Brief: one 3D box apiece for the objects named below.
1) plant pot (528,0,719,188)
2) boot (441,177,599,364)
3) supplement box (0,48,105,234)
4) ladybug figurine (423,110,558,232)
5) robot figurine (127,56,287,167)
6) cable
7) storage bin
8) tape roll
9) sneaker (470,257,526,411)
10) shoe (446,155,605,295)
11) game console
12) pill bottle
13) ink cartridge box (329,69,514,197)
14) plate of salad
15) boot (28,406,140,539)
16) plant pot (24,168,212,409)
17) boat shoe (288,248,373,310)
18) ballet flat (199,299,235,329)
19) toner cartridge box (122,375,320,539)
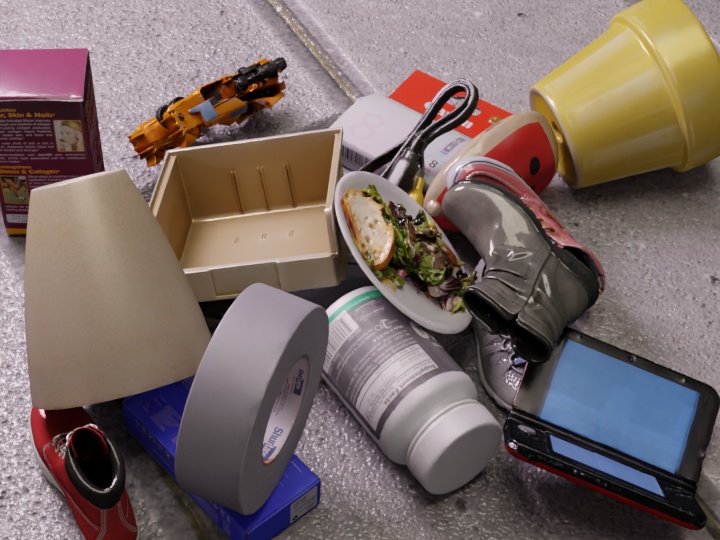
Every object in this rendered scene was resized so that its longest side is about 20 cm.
[{"bbox_3d":[0.305,-0.192,1.764,0.187,0.202,0.202,-24,52,-5],"label":"plant pot"},{"bbox_3d":[0.139,-0.004,1.528,0.200,0.068,0.130,40,43,13],"label":"boot"},{"bbox_3d":[-0.341,-0.138,1.663,0.109,0.201,0.086,-1,47,-3],"label":"supplement box"},{"bbox_3d":[0.152,-0.102,1.704,0.199,0.136,0.072,-33,65,-30],"label":"ladybug figurine"},{"bbox_3d":[-0.169,-0.189,1.780,0.199,0.144,0.059,-32,98,-40],"label":"robot figurine"},{"bbox_3d":[0.061,-0.130,1.728,0.097,0.050,0.201,27,81,37],"label":"cable"},{"bbox_3d":[-0.114,-0.056,1.615,0.198,0.095,0.199,-6,30,7],"label":"storage bin"},{"bbox_3d":[-0.096,0.116,1.390,0.066,0.201,0.201,18,49,12],"label":"tape roll"},{"bbox_3d":[0.153,0.064,1.588,0.074,0.082,0.201,-12,50,-14],"label":"sneaker"},{"bbox_3d":[0.179,-0.043,1.618,0.072,0.200,0.091,-48,25,5],"label":"shoe"},{"bbox_3d":[0.248,0.145,1.470,0.198,0.120,0.172,22,6,3],"label":"game console"},{"bbox_3d":[0.044,0.118,1.513,0.112,0.114,0.200,-26,55,-24],"label":"pill bottle"},{"bbox_3d":[0.077,-0.172,1.821,0.162,0.057,0.200,28,57,21],"label":"ink cartridge box"},{"bbox_3d":[0.053,-0.025,1.564,0.199,0.048,0.201,36,31,-25],"label":"plate of salad"},{"bbox_3d":[-0.265,0.161,1.437,0.072,0.145,0.200,-22,51,-19],"label":"boot"},{"bbox_3d":[-0.247,0.010,1.471,0.185,0.202,0.187,-12,7,2],"label":"plant pot"},{"bbox_3d":[0.000,0.000,1.647,0.198,0.072,0.066,-14,46,-16],"label":"boat shoe"},{"bbox_3d":[-0.147,0.039,1.618,0.198,0.047,0.068,23,50,17],"label":"ballet flat"},{"bbox_3d":[-0.137,0.178,1.496,0.095,0.043,0.200,-31,56,-29],"label":"toner cartridge box"}]
